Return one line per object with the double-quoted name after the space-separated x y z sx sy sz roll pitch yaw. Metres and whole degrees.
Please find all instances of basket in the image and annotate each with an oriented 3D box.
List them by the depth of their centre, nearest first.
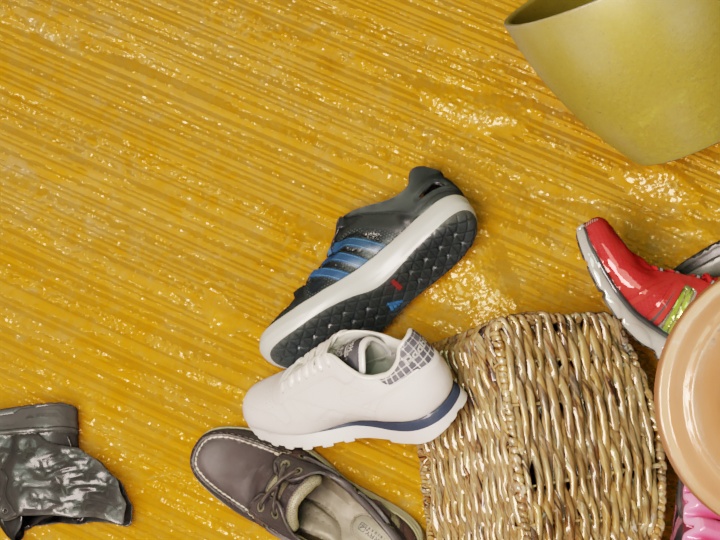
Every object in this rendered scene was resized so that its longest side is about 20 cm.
0.136 0.138 1.480 0.142 0.149 0.201 -2 77 -27 "basket"

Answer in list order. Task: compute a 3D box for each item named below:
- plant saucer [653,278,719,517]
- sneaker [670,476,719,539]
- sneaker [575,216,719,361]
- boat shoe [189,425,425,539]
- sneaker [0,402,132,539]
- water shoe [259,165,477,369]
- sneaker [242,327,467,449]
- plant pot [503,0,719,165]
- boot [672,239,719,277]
0.311 0.091 1.397 0.199 0.032 0.202 0 87 -2 "plant saucer"
0.255 0.200 1.448 0.079 0.095 0.201 21 58 -6 "sneaker"
0.245 0.025 1.454 0.200 0.077 0.085 45 106 2 "sneaker"
-0.043 0.173 1.492 0.199 0.065 0.074 23 85 11 "boat shoe"
-0.281 0.164 1.524 0.198 0.060 0.105 -9 74 2 "sneaker"
0.000 0.000 1.529 0.199 0.072 0.079 -35 50 1 "water shoe"
-0.016 0.081 1.461 0.199 0.081 0.077 -10 38 37 "sneaker"
0.227 -0.165 1.476 0.199 0.200 0.143 -26 103 1 "plant pot"
0.345 0.020 1.478 0.199 0.068 0.131 -19 87 7 "boot"
